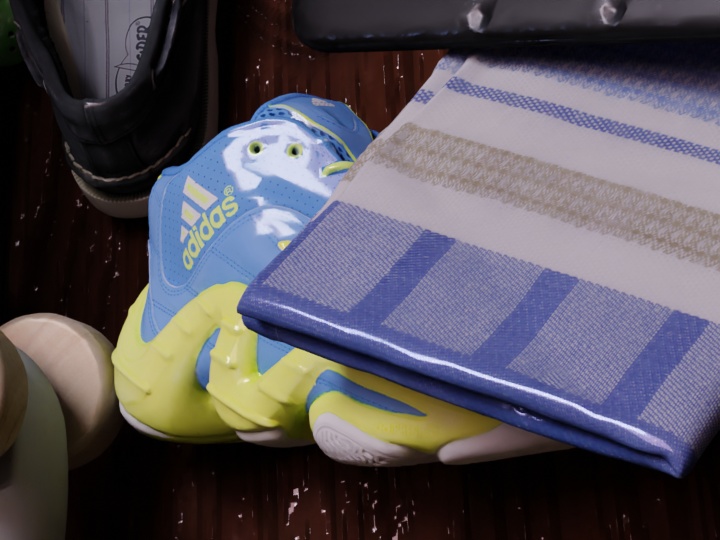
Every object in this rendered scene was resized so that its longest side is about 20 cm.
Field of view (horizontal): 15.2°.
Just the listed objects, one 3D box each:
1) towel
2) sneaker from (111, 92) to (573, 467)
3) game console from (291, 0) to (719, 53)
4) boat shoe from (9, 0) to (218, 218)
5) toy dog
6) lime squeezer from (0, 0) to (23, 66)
[{"bbox_3d":[0.076,-0.032,0.721,0.147,0.024,0.200,17,51,33],"label":"towel"},{"bbox_3d":[0.000,0.000,0.768,0.200,0.076,0.105,-1,92,41],"label":"sneaker"},{"bbox_3d":[0.102,-0.131,0.780,0.200,0.176,0.117,3,101,41],"label":"game console"},{"bbox_3d":[-0.090,-0.118,0.932,0.074,0.066,0.200,-9,62,14],"label":"boat shoe"},{"bbox_3d":[-0.137,0.097,0.803,0.096,0.132,0.200,3,63,20],"label":"toy dog"},{"bbox_3d":[-0.146,-0.107,1.016,0.200,0.038,0.071,-3,61,40],"label":"lime squeezer"}]
